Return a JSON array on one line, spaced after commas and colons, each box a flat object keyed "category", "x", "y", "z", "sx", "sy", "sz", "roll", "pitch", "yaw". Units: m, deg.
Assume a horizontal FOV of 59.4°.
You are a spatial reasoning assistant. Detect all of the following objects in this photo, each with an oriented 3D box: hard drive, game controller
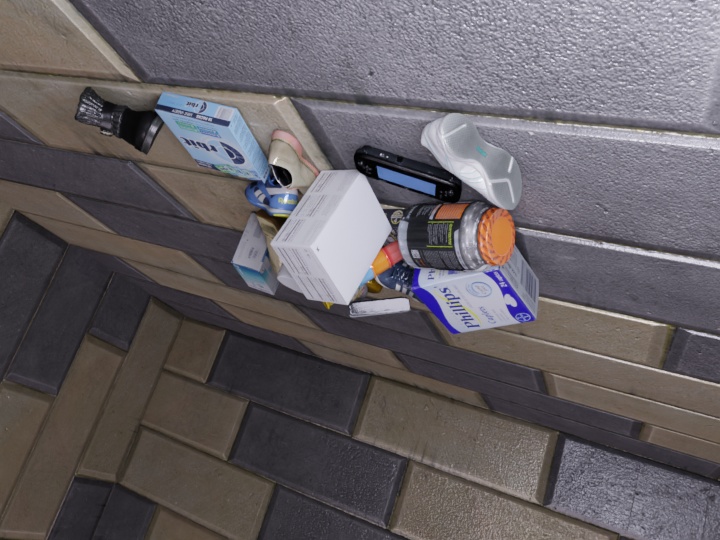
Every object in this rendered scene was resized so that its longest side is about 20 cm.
[{"category": "hard drive", "x": 0.043, "y": 0.083, "z": 1.476, "sx": 0.135, "sy": 0.034, "sz": 0.200, "roll": -6, "pitch": 178, "yaw": 1}, {"category": "game controller", "x": 0.082, "y": -0.163, "z": 1.098, "sx": 0.195, "sy": 0.043, "sz": 0.105, "roll": 20, "pitch": 163, "yaw": 8}]

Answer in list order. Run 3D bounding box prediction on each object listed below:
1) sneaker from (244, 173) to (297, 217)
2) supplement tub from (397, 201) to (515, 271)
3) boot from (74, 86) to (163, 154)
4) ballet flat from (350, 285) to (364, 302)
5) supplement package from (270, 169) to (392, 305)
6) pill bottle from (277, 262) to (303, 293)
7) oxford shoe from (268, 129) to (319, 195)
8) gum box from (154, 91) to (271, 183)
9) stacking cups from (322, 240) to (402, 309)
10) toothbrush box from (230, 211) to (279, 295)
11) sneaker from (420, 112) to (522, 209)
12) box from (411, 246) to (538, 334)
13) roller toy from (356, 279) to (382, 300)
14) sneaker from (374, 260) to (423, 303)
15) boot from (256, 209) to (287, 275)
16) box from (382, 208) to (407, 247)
[{"category": "sneaker", "x": -0.188, "y": -0.171, "z": 1.362, "sx": 0.072, "sy": 0.085, "sz": 0.198, "roll": -1, "pitch": -162, "yaw": -35}, {"category": "supplement tub", "x": 0.174, "y": -0.062, "z": 1.153, "sx": 0.196, "sy": 0.126, "sz": 0.122, "roll": 5, "pitch": 157, "yaw": 45}, {"category": "boot", "x": -0.481, "y": -0.301, "z": 1.253, "sx": 0.156, "sy": 0.081, "sz": 0.209, "roll": 30, "pitch": 169, "yaw": -28}, {"category": "ballet flat", "x": -0.001, "y": -0.013, "z": 1.391, "sx": 0.076, "sy": 0.063, "sz": 0.203, "roll": 54, "pitch": 140, "yaw": 29}, {"category": "supplement package", "x": -0.050, "y": -0.066, "z": 1.213, "sx": 0.109, "sy": 0.202, "sz": 0.157, "roll": 6, "pitch": 141, "yaw": 39}, {"category": "pill bottle", "x": -0.101, "y": -0.059, "z": 1.352, "sx": 0.110, "sy": 0.205, "sz": 0.113, "roll": 18, "pitch": 165, "yaw": 5}, {"category": "oxford shoe", "x": -0.134, "y": -0.186, "z": 1.227, "sx": 0.069, "sy": 0.076, "sz": 0.200, "roll": 12, "pitch": 161, "yaw": 25}, {"category": "gum box", "x": -0.283, "y": -0.257, "z": 1.241, "sx": 0.165, "sy": 0.046, "sz": 0.201, "roll": 17, "pitch": 161, "yaw": 18}, {"category": "stacking cups", "x": 0.000, "y": 0.000, "z": 1.299, "sx": 0.061, "sy": 0.197, "sz": 0.061, "roll": 53, "pitch": 168, "yaw": 17}, {"category": "toothbrush box", "x": -0.260, "y": -0.041, "z": 1.692, "sx": 0.083, "sy": 0.150, "sz": 0.201, "roll": 17, "pitch": 162, "yaw": 9}, {"category": "sneaker", "x": 0.172, "y": -0.165, "z": 0.960, "sx": 0.199, "sy": 0.072, "sz": 0.080, "roll": 38, "pitch": 166, "yaw": -27}, {"category": "box", "x": 0.232, "y": 0.027, "z": 1.270, "sx": 0.196, "sy": 0.107, "sz": 0.184, "roll": -14, "pitch": 137, "yaw": 36}, {"category": "roller toy", "x": -0.051, "y": -0.011, "z": 1.543, "sx": 0.180, "sy": 0.143, "sz": 0.198, "roll": 2, "pitch": 156, "yaw": 47}, {"category": "sneaker", "x": 0.113, "y": 0.020, "z": 1.393, "sx": 0.197, "sy": 0.077, "sz": 0.083, "roll": 24, "pitch": 173, "yaw": -40}, {"category": "boot", "x": -0.172, "y": -0.053, "z": 1.510, "sx": 0.198, "sy": 0.072, "sz": 0.159, "roll": 28, "pitch": 137, "yaw": 43}, {"category": "box", "x": 0.086, "y": -0.065, "z": 1.379, "sx": 0.158, "sy": 0.050, "sz": 0.199, "roll": 3, "pitch": 156, "yaw": 40}]
